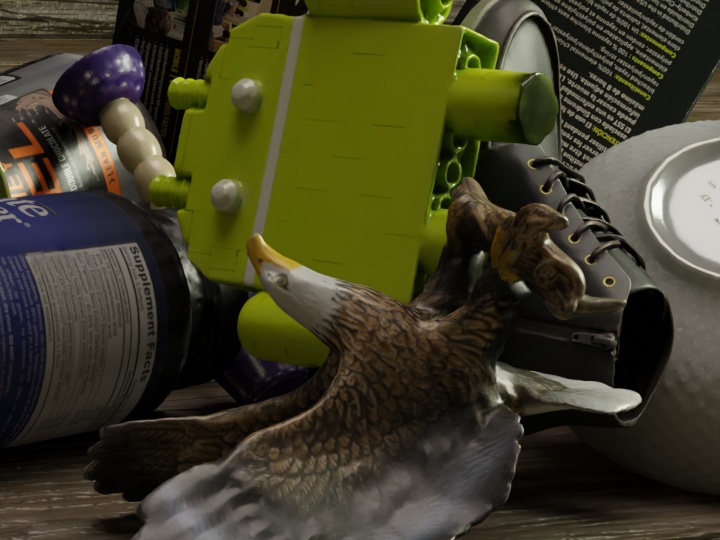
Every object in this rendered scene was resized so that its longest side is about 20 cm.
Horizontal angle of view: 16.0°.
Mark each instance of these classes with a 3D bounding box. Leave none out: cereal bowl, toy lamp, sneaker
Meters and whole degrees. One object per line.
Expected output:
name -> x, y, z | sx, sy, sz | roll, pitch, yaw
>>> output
cereal bowl -> 0.170, 0.001, 1.162 | 0.198, 0.084, 0.201 | -1, 46, 1
toy lamp -> -0.088, -0.019, 1.269 | 0.058, 0.058, 0.201 | -7, 55, -46
sneaker -> 0.088, -0.024, 1.109 | 0.106, 0.202, 0.075 | -3, -13, 37

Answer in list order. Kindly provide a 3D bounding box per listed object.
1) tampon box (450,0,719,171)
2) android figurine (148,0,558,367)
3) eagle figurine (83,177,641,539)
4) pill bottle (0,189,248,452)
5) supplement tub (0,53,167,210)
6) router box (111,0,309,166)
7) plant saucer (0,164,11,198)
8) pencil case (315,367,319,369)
tampon box -> 0.116, -0.120, 1.383 | 0.126, 0.201, 0.150 | 32, 0, -4
android figurine -> -0.010, -0.048, 1.117 | 0.199, 0.184, 0.041 | 10, -4, 36
eagle figurine -> -0.002, 0.052, 0.995 | 0.151, 0.200, 0.152 | 38, -3, 26
pill bottle -> -0.148, 0.022, 1.152 | 0.111, 0.113, 0.199 | 11, 12, 39
supplement tub -> -0.204, -0.030, 1.330 | 0.122, 0.124, 0.199 | 10, 27, 38
router box -> -0.064, -0.092, 1.394 | 0.148, 0.201, 0.051 | 18, 37, 5
plant saucer -> -0.259, -0.019, 1.195 | 0.198, 0.202, 0.031 | -2, -16, -28
pencil case -> 0.000, 0.000, 1.265 | 0.093, 0.091, 0.200 | 22, -15, -20
